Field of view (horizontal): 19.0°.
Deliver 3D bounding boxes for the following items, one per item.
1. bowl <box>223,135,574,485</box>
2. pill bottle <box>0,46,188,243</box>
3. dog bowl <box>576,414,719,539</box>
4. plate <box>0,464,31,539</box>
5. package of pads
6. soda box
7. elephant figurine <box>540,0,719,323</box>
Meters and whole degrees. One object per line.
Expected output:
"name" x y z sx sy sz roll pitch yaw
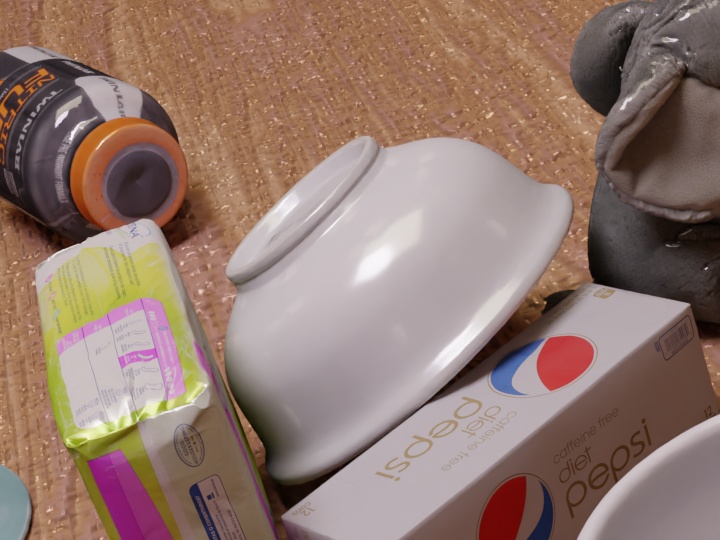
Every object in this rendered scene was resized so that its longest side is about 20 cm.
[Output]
"bowl" 0.000 0.000 1.029 0.201 0.090 0.201 -41 12 10
"pill bottle" -0.183 -0.078 1.387 0.106 0.107 0.200 -30 27 -20
"dog bowl" 0.177 0.123 0.762 0.199 0.079 0.200 -16 25 8
"plate" -0.264 0.146 1.096 0.199 0.026 0.200 -15 27 8
"package of pads" -0.085 0.079 0.948 0.068 0.155 0.200 -22 25 -3
"soda box" 0.065 0.084 0.937 0.200 0.064 0.068 -35 29 -29
"elephant figurine" 0.161 -0.080 1.031 0.155 0.201 0.141 -34 29 -28
